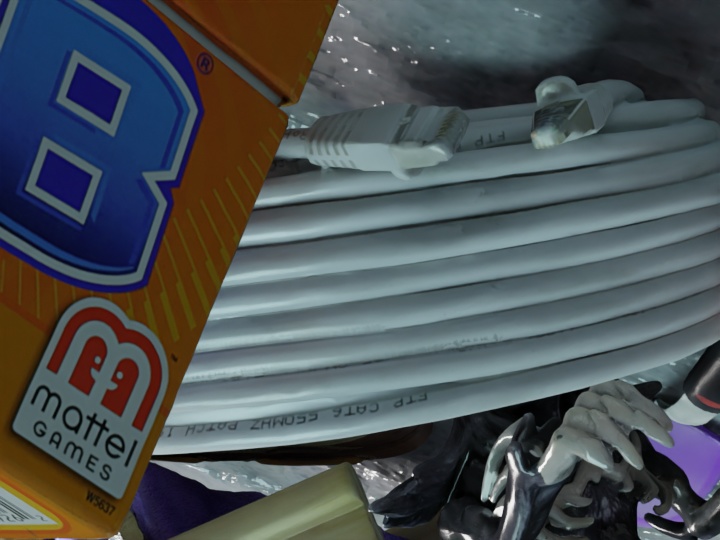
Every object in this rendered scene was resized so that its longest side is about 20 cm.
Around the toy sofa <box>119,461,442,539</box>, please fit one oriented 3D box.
[{"bbox_3d":[-0.014,0.104,0.982,0.083,0.098,0.200,-22,167,8],"label":"toy sofa"}]

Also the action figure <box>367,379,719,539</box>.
[{"bbox_3d":[0.087,0.066,0.780,0.200,0.119,0.102,45,131,28],"label":"action figure"}]

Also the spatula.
[{"bbox_3d":[0.104,0.040,0.876,0.056,0.021,0.200,24,157,-3],"label":"spatula"}]

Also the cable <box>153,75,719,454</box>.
[{"bbox_3d":[0.000,0.000,0.703,0.199,0.069,0.200,-9,180,31],"label":"cable"}]

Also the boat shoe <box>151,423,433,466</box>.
[{"bbox_3d":[-0.070,0.036,0.959,0.199,0.072,0.072,1,155,21],"label":"boat shoe"}]

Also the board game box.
[{"bbox_3d":[-0.145,-0.076,0.602,0.200,0.200,0.200,-5,146,47],"label":"board game box"}]
